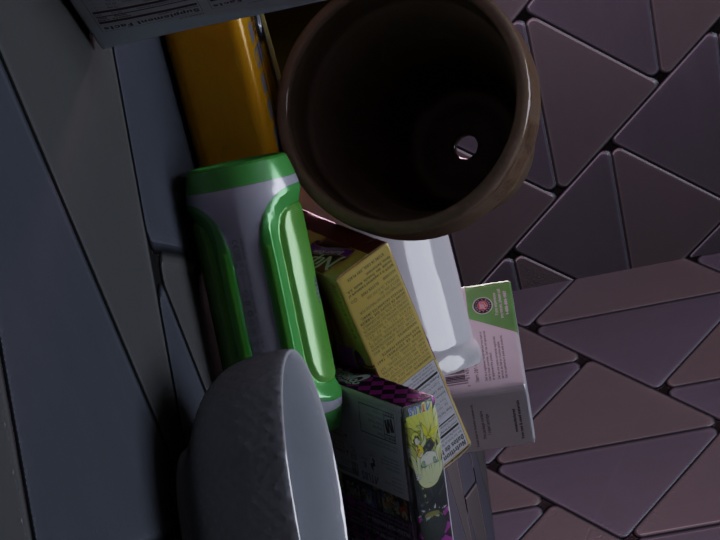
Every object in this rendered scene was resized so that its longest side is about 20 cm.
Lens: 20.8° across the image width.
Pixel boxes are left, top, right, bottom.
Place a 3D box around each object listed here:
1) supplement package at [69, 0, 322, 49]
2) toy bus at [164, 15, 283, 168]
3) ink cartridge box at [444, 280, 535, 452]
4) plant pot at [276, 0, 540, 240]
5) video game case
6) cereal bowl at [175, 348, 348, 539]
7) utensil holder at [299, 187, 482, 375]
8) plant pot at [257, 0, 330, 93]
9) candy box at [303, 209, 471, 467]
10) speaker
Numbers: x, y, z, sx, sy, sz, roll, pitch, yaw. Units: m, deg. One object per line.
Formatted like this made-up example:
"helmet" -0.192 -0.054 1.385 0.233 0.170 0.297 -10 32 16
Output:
"supplement package" -0.116 -0.250 1.134 0.200 0.150 0.152 63 17 -69
"toy bus" -0.099 -0.137 1.474 0.078 0.065 0.200 -85 163 -67
"ink cartridge box" 0.055 0.099 1.846 0.145 0.199 0.084 -94 174 -47
"plant pot" 0.060 -0.112 1.511 0.175 0.200 0.201 22 56 -66
"video game case" 0.000 0.163 1.467 0.200 0.036 0.182 14 -64 57
"cereal bowl" -0.063 0.153 1.225 0.200 0.083 0.201 -12 90 -84
"utensil holder" 0.000 0.000 1.682 0.170 0.170 0.201 -16 92 -84
"plant pot" -0.037 -0.253 1.605 0.176 0.200 0.200 34 -34 50
"candy box" 0.001 0.057 1.502 0.117 0.056 0.200 23 -38 50
"speaker" -0.069 0.020 1.400 0.088 0.088 0.201 -55 134 -81
